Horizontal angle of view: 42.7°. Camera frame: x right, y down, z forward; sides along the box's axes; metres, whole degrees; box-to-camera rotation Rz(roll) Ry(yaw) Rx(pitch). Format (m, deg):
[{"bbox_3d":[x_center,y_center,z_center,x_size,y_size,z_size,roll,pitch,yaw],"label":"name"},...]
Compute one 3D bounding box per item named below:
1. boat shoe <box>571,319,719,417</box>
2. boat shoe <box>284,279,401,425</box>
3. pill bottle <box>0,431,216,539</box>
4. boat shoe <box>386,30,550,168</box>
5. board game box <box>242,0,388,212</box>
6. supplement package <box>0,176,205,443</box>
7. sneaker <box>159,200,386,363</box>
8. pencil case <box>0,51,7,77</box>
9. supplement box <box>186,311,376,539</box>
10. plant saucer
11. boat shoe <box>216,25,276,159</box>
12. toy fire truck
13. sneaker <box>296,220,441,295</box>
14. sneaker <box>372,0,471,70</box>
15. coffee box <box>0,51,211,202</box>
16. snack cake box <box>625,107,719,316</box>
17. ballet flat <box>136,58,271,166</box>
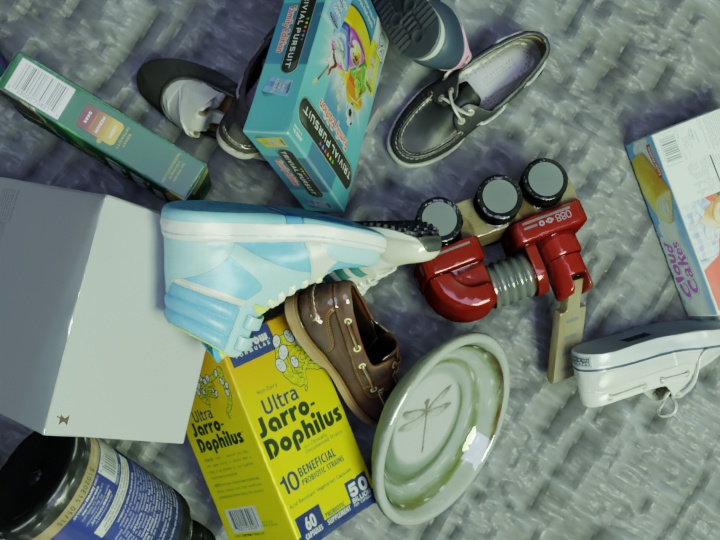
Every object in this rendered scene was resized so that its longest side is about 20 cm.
[{"bbox_3d":[0.309,0.106,0.950,0.200,0.074,0.087,-11,99,-26],"label":"boat shoe"},{"bbox_3d":[0.003,0.081,0.873,0.070,0.200,0.071,-19,48,15],"label":"boat shoe"},{"bbox_3d":[-0.224,0.230,0.834,0.112,0.112,0.200,-48,126,-7],"label":"pill bottle"},{"bbox_3d":[0.114,-0.180,0.955,0.199,0.060,0.074,-34,92,-7],"label":"boat shoe"},{"bbox_3d":[-0.034,-0.179,0.869,0.047,0.151,0.202,6,70,21],"label":"board game box"},{"bbox_3d":[-0.248,0.032,0.811,0.199,0.147,0.193,11,85,39],"label":"supplement package"},{"bbox_3d":[-0.076,0.013,0.778,0.198,0.079,0.132,4,100,-24],"label":"sneaker"},{"bbox_3d":[-0.437,-0.172,0.875,0.199,0.085,0.093,-31,120,-8],"label":"pencil case"},{"bbox_3d":[-0.086,0.153,0.870,0.108,0.109,0.201,-23,90,-45],"label":"supplement box"},{"bbox_3d":[0.069,0.148,0.902,0.050,0.200,0.201,24,82,39],"label":"plant saucer"},{"bbox_3d":[-0.076,-0.189,0.891,0.067,0.057,0.201,31,52,-11],"label":"boat shoe"},{"bbox_3d":[0.153,0.018,0.928,0.175,0.129,0.201,-20,76,-7],"label":"toy fire truck"},{"bbox_3d":[-0.001,0.000,0.885,0.070,0.199,0.094,-7,97,-47],"label":"sneaker"},{"bbox_3d":[0.054,-0.286,0.949,0.070,0.082,0.201,-32,62,33],"label":"sneaker"},{"bbox_3d":[-0.238,-0.125,0.880,0.199,0.123,0.044,31,83,-6],"label":"coffee box"},{"bbox_3d":[0.378,-0.064,0.979,0.114,0.067,0.202,-20,90,-9],"label":"snack cake box"},{"bbox_3d":[-0.134,-0.154,0.913,0.198,0.069,0.068,21,118,-5],"label":"ballet flat"}]
